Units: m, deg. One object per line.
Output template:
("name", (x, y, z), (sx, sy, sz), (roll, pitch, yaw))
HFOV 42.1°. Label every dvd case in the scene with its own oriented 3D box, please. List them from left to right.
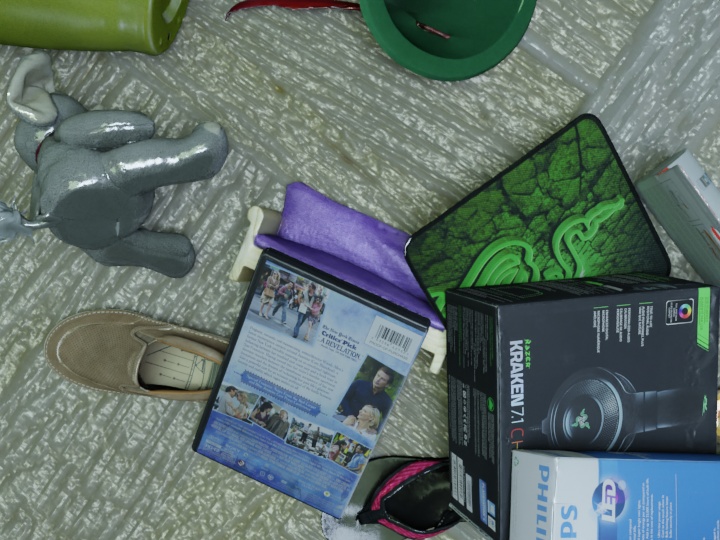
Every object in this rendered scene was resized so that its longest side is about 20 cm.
("dvd case", (-0.045, 0.095, 0.757), (0.142, 0.018, 0.201), (24, 114, 3))

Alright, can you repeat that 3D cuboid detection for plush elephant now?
("plush elephant", (-0.229, -0.093, 0.796), (0.199, 0.165, 0.155), (-5, 49, -22))

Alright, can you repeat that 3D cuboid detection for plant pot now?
("plant pot", (-0.242, -0.264, 0.771), (0.192, 0.200, 0.202), (16, 93, 0))

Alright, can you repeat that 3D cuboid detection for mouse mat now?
("mouse mat", (0.146, -0.008, 0.742), (0.200, 0.008, 0.161), (-35, 105, -11))

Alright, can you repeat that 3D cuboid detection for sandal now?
("sandal", (0.058, 0.192, 0.795), (0.199, 0.045, 0.076), (-13, 89, 9))

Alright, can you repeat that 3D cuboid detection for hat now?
("hat", (0.025, -0.258, 0.806), (0.199, 0.176, 0.167), (15, 97, -31))

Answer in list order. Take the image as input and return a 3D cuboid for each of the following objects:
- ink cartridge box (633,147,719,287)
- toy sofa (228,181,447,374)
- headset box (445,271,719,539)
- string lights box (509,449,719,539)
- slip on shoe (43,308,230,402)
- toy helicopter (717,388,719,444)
("ink cartridge box", (0.274, -0.017, 0.679), (0.047, 0.200, 0.160), (-36, 86, 7))
("toy sofa", (0.000, 0.000, 0.783), (0.199, 0.083, 0.098), (24, 95, 8))
("headset box", (0.173, 0.097, 0.711), (0.199, 0.093, 0.175), (-3, 98, -19))
("string lights box", (0.203, 0.178, 0.641), (0.199, 0.059, 0.104), (6, 84, -20))
("slip on shoe", (-0.191, 0.080, 0.825), (0.199, 0.061, 0.077), (12, 93, 9))
("toy helicopter", (0.355, 0.167, 0.736), (0.132, 0.079, 0.200), (-46, 72, 14))
